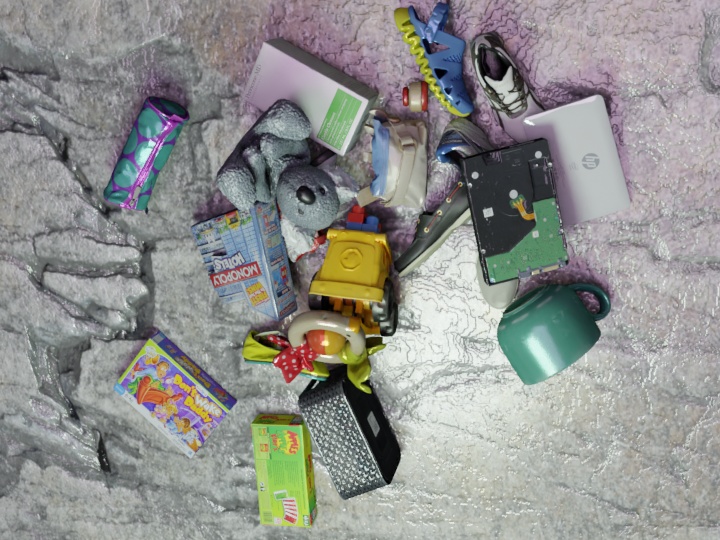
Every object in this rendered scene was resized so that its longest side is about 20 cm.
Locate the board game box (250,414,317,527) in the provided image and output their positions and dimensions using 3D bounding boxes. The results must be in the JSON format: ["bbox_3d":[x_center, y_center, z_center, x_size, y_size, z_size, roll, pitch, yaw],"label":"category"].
[{"bbox_3d":[-0.141,0.371,1.797,0.099,0.048,0.204,-1,105,14],"label":"board game box"}]

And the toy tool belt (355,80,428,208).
[{"bbox_3d":[0.048,-0.202,1.561,0.120,0.125,0.205,1,104,5],"label":"toy tool belt"}]

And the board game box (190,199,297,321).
[{"bbox_3d":[-0.196,-0.005,1.670,0.198,0.061,0.203,-15,100,40],"label":"board game box"}]

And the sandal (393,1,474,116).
[{"bbox_3d":[0.131,-0.340,1.529,0.086,0.080,0.202,-28,98,15],"label":"sandal"}]

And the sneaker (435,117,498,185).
[{"bbox_3d":[0.204,-0.154,1.542,0.198,0.086,0.078,32,146,10],"label":"sneaker"}]

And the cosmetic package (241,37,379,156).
[{"bbox_3d":[-0.082,-0.287,1.590,0.197,0.085,0.109,28,112,4],"label":"cosmetic package"}]

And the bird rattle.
[{"bbox_3d":[-0.058,0.113,1.575,0.196,0.114,0.164,13,145,12],"label":"bird rattle"}]

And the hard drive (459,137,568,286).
[{"bbox_3d":[0.239,-0.090,1.498,0.137,0.038,0.204,-14,101,-1],"label":"hard drive"}]

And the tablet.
[{"bbox_3d":[0.341,-0.168,1.522,0.128,0.014,0.203,-15,119,17],"label":"tablet"}]

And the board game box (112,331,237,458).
[{"bbox_3d":[-0.348,0.233,1.813,0.199,0.045,0.135,41,110,1],"label":"board game box"}]

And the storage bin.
[{"bbox_3d":[-0.016,0.277,1.693,0.092,0.135,0.203,-23,98,18],"label":"storage bin"}]

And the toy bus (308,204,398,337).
[{"bbox_3d":[0.000,0.000,1.619,0.133,0.200,0.196,5,70,12],"label":"toy bus"}]

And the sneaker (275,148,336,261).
[{"bbox_3d":[-0.080,-0.105,1.644,0.108,0.067,0.201,46,115,3],"label":"sneaker"}]

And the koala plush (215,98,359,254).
[{"bbox_3d":[-0.109,-0.143,1.534,0.199,0.184,0.178,40,89,-13],"label":"koala plush"}]

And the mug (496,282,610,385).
[{"bbox_3d":[0.303,0.087,1.570,0.151,0.184,0.115,-33,93,44],"label":"mug"}]

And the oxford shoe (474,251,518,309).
[{"bbox_3d":[0.224,-0.020,1.583,0.073,0.058,0.204,4,121,10],"label":"oxford shoe"}]

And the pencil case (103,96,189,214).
[{"bbox_3d":[-0.371,-0.200,1.679,0.084,0.093,0.202,16,113,-34],"label":"pencil case"}]

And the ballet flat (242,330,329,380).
[{"bbox_3d":[-0.133,0.143,1.702,0.197,0.066,0.069,8,88,39],"label":"ballet flat"}]

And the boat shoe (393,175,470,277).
[{"bbox_3d":[0.123,-0.072,1.603,0.063,0.074,0.202,46,108,6],"label":"boat shoe"}]

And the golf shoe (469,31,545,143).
[{"bbox_3d":[0.228,-0.274,1.511,0.077,0.095,0.202,-32,97,18],"label":"golf shoe"}]
